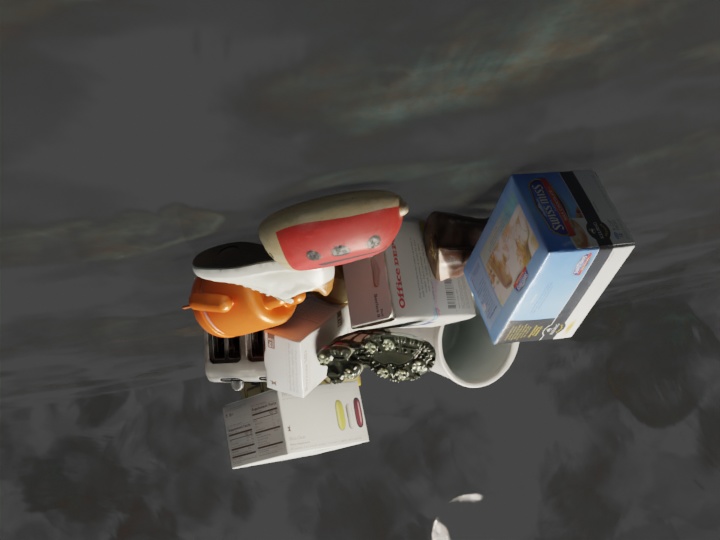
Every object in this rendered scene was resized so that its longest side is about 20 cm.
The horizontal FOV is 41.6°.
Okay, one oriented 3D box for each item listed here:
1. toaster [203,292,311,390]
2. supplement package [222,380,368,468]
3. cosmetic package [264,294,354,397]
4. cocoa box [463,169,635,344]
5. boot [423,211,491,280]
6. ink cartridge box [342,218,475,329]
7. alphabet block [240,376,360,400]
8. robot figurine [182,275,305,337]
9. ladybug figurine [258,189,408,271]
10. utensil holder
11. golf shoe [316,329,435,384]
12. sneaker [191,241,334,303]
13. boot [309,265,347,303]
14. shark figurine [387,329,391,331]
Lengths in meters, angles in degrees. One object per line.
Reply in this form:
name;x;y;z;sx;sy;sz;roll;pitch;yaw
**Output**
toaster;-0.159;0.094;1.577;0.179;0.203;0.118;-5;176;30
supplement package;-0.112;0.267;1.658;0.155;0.113;0.198;-23;164;41
cosmetic package;-0.065;0.102;1.475;0.073;0.103;0.200;13;-150;25
cocoa box;0.240;-0.015;1.247;0.129;0.135;0.201;-4;143;-21
boot;0.169;0.007;1.382;0.198;0.190;0.064;-4;176;-45
ink cartridge box;0.068;0.006;1.372;0.087;0.148;0.199;-16;169;38
alphabet block;-0.131;0.148;1.863;0.193;0.203;0.196;-5;170;-25
robot figurine;-0.173;0.035;1.401;0.198;0.117;0.145;-17;-148;39
ladybug figurine;-0.033;-0.047;1.178;0.197;0.073;0.135;-14;170;23
utensil holder;0.166;0.109;1.721;0.168;0.173;0.199;-5;-173;-24
golf shoe;0.029;0.110;1.379;0.198;0.078;0.088;-6;-153;36
sneaker;-0.132;0.011;1.287;0.197;0.086;0.073;0;-147;13
boot;0.001;0.000;1.504;0.198;0.072;0.144;17;-153;14
shark figurine;0.053;0.079;1.860;0.089;0.217;0.128;-23;131;35
